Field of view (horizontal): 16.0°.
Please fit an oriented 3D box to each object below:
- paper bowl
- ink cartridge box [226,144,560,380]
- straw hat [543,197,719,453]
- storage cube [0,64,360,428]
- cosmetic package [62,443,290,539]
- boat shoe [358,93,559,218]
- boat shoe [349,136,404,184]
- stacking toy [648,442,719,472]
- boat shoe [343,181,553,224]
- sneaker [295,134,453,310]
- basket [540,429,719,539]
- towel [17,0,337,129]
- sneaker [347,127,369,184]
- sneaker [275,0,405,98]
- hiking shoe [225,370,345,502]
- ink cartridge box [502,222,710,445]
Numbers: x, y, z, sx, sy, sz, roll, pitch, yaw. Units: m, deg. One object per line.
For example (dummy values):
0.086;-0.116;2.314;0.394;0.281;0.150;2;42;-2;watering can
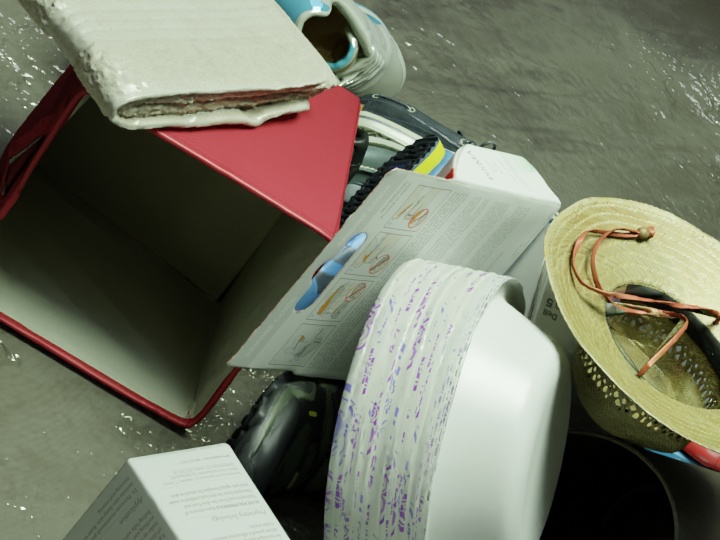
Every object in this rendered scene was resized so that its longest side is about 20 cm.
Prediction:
0.058;0.100;1.476;0.104;0.201;0.201;11;27;14;paper bowl
0.013;-0.006;1.527;0.200;0.161;0.050;10;35;-55;ink cartridge box
0.174;0.057;1.519;0.201;0.085;0.201;21;40;-19;straw hat
-0.120;-0.047;1.565;0.200;0.171;0.180;31;30;-14;storage cube
-0.073;0.203;1.350;0.085;0.108;0.200;-5;54;-51;cosmetic package
0.070;-0.069;1.899;0.200;0.075;0.062;29;37;-8;boat shoe
0.032;-0.036;1.814;0.200;0.073;0.062;25;32;-36;boat shoe
0.291;0.061;1.843;0.116;0.200;0.110;30;31;-17;stacking toy
0.070;-0.026;1.777;0.200;0.091;0.071;40;-11;-35;boat shoe
0.000;0.000;1.661;0.079;0.200;0.066;55;-17;-18;sneaker
0.175;0.177;1.620;0.200;0.180;0.136;12;68;-51;basket
-0.111;-0.140;1.496;0.200;0.035;0.133;-7;51;-51;towel
-0.064;-0.134;1.681;0.075;0.079;0.200;-32;84;-45;sneaker
-0.021;-0.163;1.880;0.081;0.076;0.200;56;11;33;sneaker
-0.015;0.108;1.568;0.101;0.076;0.200;41;29;8;hiking shoe
0.124;0.053;1.664;0.145;0.200;0.084;27;67;-21;ink cartridge box
